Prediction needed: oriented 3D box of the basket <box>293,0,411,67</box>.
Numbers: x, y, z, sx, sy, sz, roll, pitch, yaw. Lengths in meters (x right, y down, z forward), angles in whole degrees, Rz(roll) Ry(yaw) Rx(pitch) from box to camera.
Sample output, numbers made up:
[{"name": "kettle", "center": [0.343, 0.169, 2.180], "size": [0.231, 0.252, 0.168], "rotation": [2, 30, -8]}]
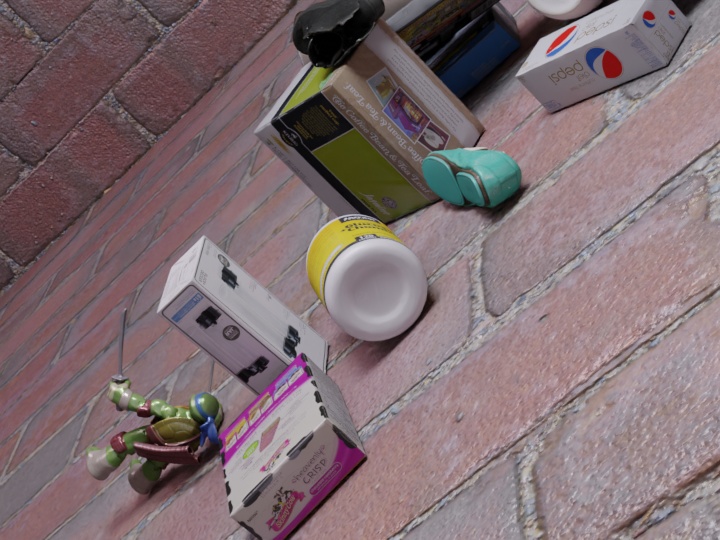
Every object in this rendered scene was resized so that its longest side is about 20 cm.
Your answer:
[{"name": "basket", "center": [0.026, -0.338, 1.942], "size": [0.199, 0.136, 0.181], "rotation": [-28, 67, 29]}]

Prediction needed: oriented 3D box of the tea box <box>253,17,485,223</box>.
[{"name": "tea box", "center": [0.010, -0.177, 1.738], "size": [0.196, 0.200, 0.134], "rotation": [-20, 31, 54]}]

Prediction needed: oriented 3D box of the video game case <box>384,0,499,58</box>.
[{"name": "video game case", "center": [0.121, -0.345, 1.774], "size": [0.200, 0.026, 0.181], "rotation": [-36, -8, 1]}]

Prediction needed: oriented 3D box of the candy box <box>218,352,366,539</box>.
[{"name": "candy box", "center": [-0.074, 0.179, 1.401], "size": [0.136, 0.061, 0.200], "rotation": [-46, 17, 5]}]

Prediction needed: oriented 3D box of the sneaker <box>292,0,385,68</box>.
[{"name": "sneaker", "center": [-0.041, -0.283, 1.655], "size": [0.199, 0.060, 0.104], "rotation": [-16, 30, 51]}]

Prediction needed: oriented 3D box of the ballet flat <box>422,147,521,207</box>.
[{"name": "ballet flat", "center": [0.132, -0.109, 1.554], "size": [0.070, 0.068, 0.200], "rotation": [-25, 14, -11]}]

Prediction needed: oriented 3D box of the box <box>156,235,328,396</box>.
[{"name": "box", "center": [-0.128, 0.065, 1.544], "size": [0.060, 0.200, 0.117], "rotation": [-42, 20, 20]}]

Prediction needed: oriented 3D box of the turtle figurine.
[{"name": "turtle figurine", "center": [-0.250, 0.174, 1.706], "size": [0.194, 0.200, 0.144], "rotation": [-43, -17, 26]}]

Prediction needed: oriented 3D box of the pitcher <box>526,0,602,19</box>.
[{"name": "pitcher", "center": [0.261, -0.378, 1.751], "size": [0.172, 0.121, 0.200], "rotation": [-57, -3, 38]}]

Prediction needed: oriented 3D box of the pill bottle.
[{"name": "pill bottle", "center": [0.000, 0.000, 1.526], "size": [0.112, 0.112, 0.200], "rotation": [-47, 18, 2]}]

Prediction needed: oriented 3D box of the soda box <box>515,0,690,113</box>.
[{"name": "soda box", "center": [0.262, -0.240, 1.505], "size": [0.200, 0.064, 0.068], "rotation": [-16, 35, 58]}]

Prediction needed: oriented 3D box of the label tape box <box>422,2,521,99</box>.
[{"name": "label tape box", "center": [0.147, -0.294, 1.892], "size": [0.144, 0.063, 0.200], "rotation": [-40, 18, 19]}]
